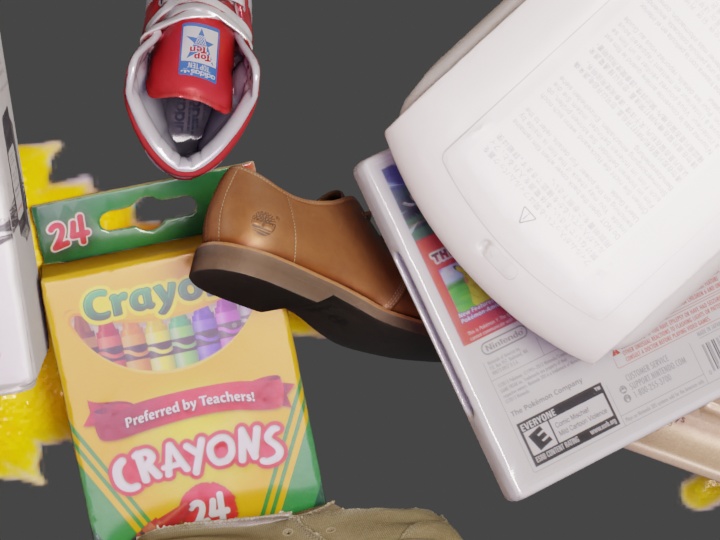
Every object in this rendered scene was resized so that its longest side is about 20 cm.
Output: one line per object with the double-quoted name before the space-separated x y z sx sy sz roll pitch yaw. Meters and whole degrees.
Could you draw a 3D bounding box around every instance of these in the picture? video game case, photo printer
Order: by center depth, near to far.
"photo printer" 0.123 -0.068 1.419 0.200 0.069 0.166 -43 89 1
"video game case" 0.118 -0.008 1.482 0.199 0.023 0.183 -25 88 -22

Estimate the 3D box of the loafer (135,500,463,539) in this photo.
"loafer" -0.034 0.161 1.535 0.198 0.068 0.077 0 111 8

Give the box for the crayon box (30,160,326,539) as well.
"crayon box" -0.096 0.054 1.563 0.126 0.051 0.201 -12 100 -4

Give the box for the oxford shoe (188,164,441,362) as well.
"oxford shoe" 0.000 0.000 1.532 0.199 0.071 0.072 27 66 -42

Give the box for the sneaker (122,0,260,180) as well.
"sneaker" -0.083 -0.143 1.497 0.071 0.112 0.202 1 97 -3

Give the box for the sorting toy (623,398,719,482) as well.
"sorting toy" 0.182 0.003 1.564 0.184 0.036 0.201 19 105 9

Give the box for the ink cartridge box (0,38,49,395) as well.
"ink cartridge box" -0.245 -0.035 1.509 0.144 0.083 0.201 -8 101 0
